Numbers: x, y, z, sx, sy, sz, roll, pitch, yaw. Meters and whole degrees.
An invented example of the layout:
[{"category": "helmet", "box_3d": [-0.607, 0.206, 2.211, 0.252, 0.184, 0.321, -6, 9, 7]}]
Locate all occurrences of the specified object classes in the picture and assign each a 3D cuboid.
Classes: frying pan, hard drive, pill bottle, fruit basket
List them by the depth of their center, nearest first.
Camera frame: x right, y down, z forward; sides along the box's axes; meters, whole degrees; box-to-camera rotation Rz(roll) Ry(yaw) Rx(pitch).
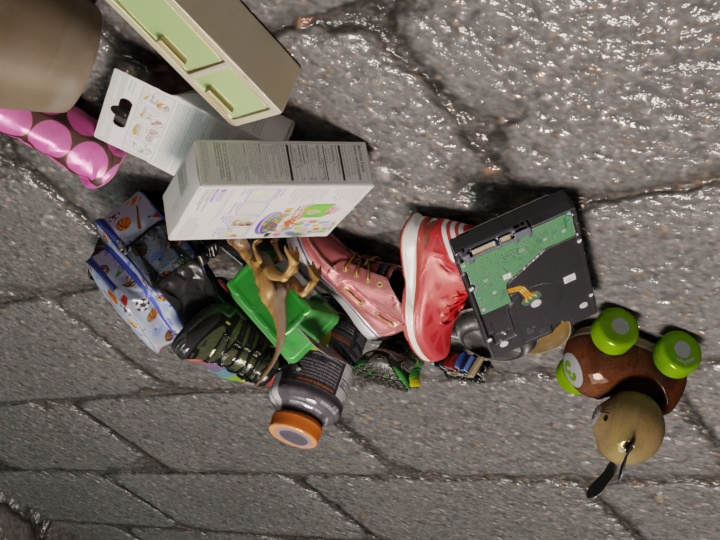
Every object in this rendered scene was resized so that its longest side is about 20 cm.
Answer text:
[{"category": "hard drive", "box_3d": [0.186, 0.008, 1.248, 0.139, 0.038, 0.200, -25, 140, 2]}, {"category": "fruit basket", "box_3d": [-0.081, 0.046, 1.428, 0.185, 0.094, 0.200, 47, -171, 21]}, {"category": "frying pan", "box_3d": [0.136, 0.075, 1.429, 0.189, 0.031, 0.115, 14, 150, 5]}, {"category": "pill bottle", "box_3d": [-0.062, 0.144, 1.543, 0.106, 0.201, 0.106, 15, 150, 9]}]

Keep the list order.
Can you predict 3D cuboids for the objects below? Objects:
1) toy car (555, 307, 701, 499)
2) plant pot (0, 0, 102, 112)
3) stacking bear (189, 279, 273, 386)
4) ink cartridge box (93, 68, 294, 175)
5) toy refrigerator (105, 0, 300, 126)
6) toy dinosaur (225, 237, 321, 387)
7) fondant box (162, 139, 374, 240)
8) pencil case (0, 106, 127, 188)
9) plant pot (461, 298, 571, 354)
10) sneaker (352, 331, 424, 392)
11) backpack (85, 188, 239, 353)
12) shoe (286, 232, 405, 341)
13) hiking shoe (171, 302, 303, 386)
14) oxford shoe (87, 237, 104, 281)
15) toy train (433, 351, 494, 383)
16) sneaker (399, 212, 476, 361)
[{"category": "toy car", "box_3d": [0.313, 0.178, 1.364, 0.157, 0.201, 0.164, 20, 151, 0]}, {"category": "plant pot", "box_3d": [-0.363, -0.244, 1.118, 0.173, 0.201, 0.200, 16, 156, -31]}, {"category": "stacking bear", "box_3d": [-0.165, 0.117, 1.659, 0.114, 0.122, 0.200, -44, 135, 14]}, {"category": "ink cartridge box", "box_3d": [-0.192, -0.160, 1.270, 0.200, 0.057, 0.163, 30, 150, -8]}, {"category": "toy refrigerator", "box_3d": [-0.155, -0.233, 1.097, 0.076, 0.070, 0.200, -7, 141, 39]}, {"category": "toy dinosaur", "box_3d": [-0.099, 0.027, 1.314, 0.106, 0.201, 0.060, -33, 154, 27]}, {"category": "fondant box", "box_3d": [-0.105, -0.088, 1.232, 0.199, 0.058, 0.144, -1, 160, -25]}, {"category": "pencil case", "box_3d": [-0.380, -0.173, 1.324, 0.200, 0.091, 0.094, 32, 149, -25]}, {"category": "plant pot", "box_3d": [0.171, 0.045, 1.407, 0.199, 0.028, 0.200, 16, 150, 9]}, {"category": "sneaker", "box_3d": [0.044, 0.112, 1.487, 0.078, 0.086, 0.200, 16, -179, 12]}, {"category": "backpack", "box_3d": [-0.265, -0.001, 1.445, 0.191, 0.154, 0.200, 53, 165, 31]}, {"category": "shoe", "box_3d": [0.000, 0.000, 1.386, 0.091, 0.072, 0.200, -25, 114, 38]}, {"category": "hiking shoe", "box_3d": [-0.149, 0.099, 1.413, 0.101, 0.200, 0.076, 49, 118, 24]}, {"category": "oxford shoe", "box_3d": [-0.314, 0.034, 1.638, 0.200, 0.085, 0.073, 29, 148, -19]}, {"category": "toy train", "box_3d": [0.135, 0.128, 1.503, 0.046, 0.034, 0.200, 33, 172, -6]}, {"category": "sneaker", "box_3d": [0.113, 0.031, 1.311, 0.115, 0.078, 0.201, 9, 128, 28]}]
